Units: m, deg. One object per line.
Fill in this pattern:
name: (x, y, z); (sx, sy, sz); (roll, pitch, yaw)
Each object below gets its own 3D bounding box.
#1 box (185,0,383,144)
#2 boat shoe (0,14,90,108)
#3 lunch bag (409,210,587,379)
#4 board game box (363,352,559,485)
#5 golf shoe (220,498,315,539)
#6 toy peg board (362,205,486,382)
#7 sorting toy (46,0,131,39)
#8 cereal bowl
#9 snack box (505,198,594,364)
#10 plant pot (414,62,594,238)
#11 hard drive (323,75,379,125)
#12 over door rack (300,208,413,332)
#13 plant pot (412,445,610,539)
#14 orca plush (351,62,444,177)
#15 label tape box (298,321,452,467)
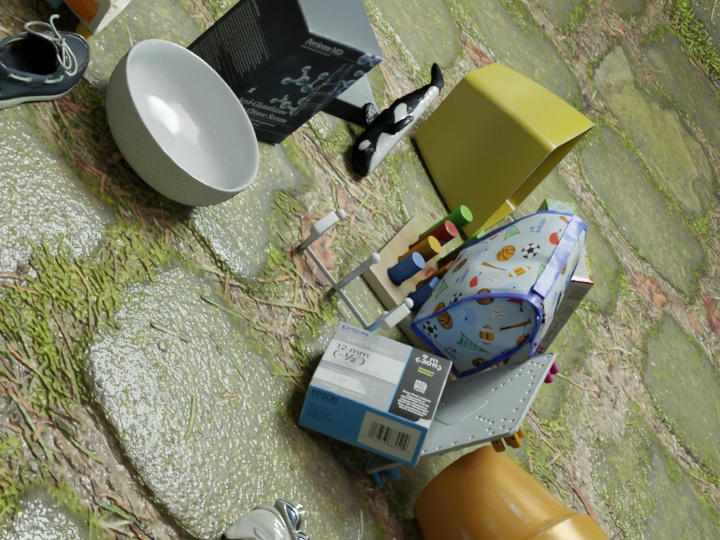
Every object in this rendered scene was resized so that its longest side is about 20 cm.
box: (-0.099, -0.263, 1.768); (0.148, 0.199, 0.108); (9, 53, -50)
boat shoe: (-0.342, -0.225, 1.520); (0.075, 0.062, 0.200); (56, 30, 4)
lunch bag: (0.187, 0.025, 1.782); (0.124, 0.199, 0.171); (44, 50, -11)
board game box: (0.122, 0.173, 1.677); (0.026, 0.198, 0.200); (64, 29, -12)
golf shoe: (-0.072, 0.327, 1.394); (0.096, 0.078, 0.201); (-14, 66, -40)
toy peg board: (0.125, 0.020, 1.920); (0.201, 0.097, 0.199); (53, 30, -5)
sorting toy: (-0.336, -0.372, 1.644); (0.180, 0.107, 0.201); (42, 33, -9)
cereal bowl: (-0.212, -0.156, 1.619); (0.199, 0.083, 0.202); (35, 37, -32)
snack box: (0.250, 0.019, 2.000); (0.052, 0.201, 0.144); (8, 50, -18)
plant pot: (0.201, -0.197, 2.158); (0.177, 0.200, 0.200); (46, 30, 7)
hard drive: (-0.052, -0.312, 2.045); (0.139, 0.033, 0.202); (14, 50, -49)
over door rack: (0.000, 0.000, 1.696); (0.148, 0.066, 0.200); (52, -8, -1)
plant pot: (0.159, 0.309, 1.626); (0.199, 0.201, 0.184); (3, 43, -54)
orca plush: (0.040, -0.220, 2.002); (0.071, 0.201, 0.105); (39, -13, 0)
label tape box: (0.026, 0.122, 1.651); (0.142, 0.067, 0.201); (19, 36, 5)
